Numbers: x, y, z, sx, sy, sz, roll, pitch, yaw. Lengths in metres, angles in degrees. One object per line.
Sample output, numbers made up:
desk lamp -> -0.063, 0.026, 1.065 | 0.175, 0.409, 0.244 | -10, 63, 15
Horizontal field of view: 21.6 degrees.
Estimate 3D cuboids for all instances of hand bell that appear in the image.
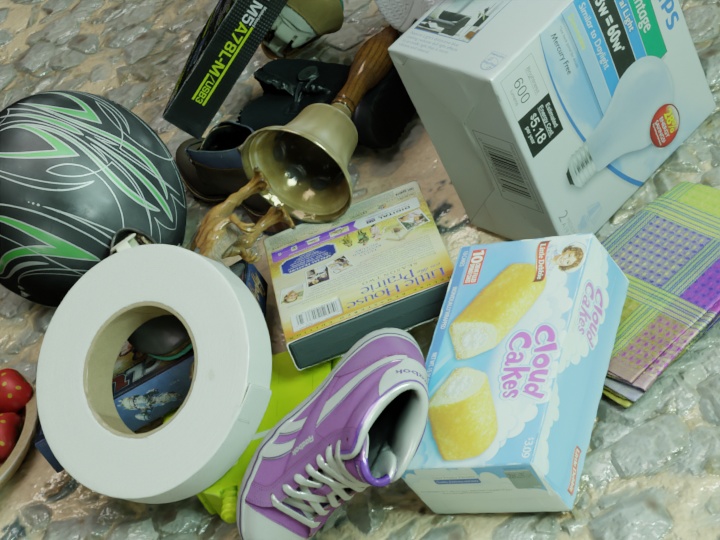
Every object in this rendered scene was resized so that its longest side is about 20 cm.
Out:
hand bell -> -0.012, -0.145, 1.638 | 0.104, 0.104, 0.200 | 1, 42, 34

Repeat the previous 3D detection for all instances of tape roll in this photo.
tape roll -> -0.161, 0.080, 1.456 | 0.203, 0.037, 0.203 | -8, 73, 27

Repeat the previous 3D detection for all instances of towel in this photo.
towel -> 0.223, 0.012, 1.422 | 0.200, 0.023, 0.144 | -42, 38, -17

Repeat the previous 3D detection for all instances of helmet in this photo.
helmet -> -0.260, -0.068, 1.715 | 0.191, 0.200, 0.200 | -15, 36, 47

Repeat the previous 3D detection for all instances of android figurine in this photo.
android figurine -> -0.075, 0.119, 1.482 | 0.182, 0.041, 0.200 | -17, 37, 16

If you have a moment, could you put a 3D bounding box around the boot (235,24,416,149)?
boot -> -0.010, -0.193, 1.771 | 0.168, 0.076, 0.200 | 7, 52, 37

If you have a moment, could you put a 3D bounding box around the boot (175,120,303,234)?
boot -> -0.124, -0.109, 1.733 | 0.075, 0.097, 0.200 | -43, 39, -17

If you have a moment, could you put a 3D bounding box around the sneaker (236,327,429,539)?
sneaker -> -0.022, 0.140, 1.330 | 0.201, 0.073, 0.114 | -56, 20, 16

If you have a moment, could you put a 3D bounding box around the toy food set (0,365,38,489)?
toy food set -> -0.371, 0.153, 1.633 | 0.198, 0.049, 0.200 | 1, 47, 35

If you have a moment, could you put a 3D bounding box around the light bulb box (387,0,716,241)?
light bulb box -> 0.158, -0.154, 1.511 | 0.200, 0.198, 0.125 | -45, 41, -19

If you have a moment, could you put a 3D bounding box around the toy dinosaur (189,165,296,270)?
toy dinosaur -> -0.116, -0.038, 1.592 | 0.106, 0.060, 0.200 | -33, 14, 4

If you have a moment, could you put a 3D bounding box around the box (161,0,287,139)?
box -> -0.104, -0.240, 1.727 | 0.193, 0.048, 0.200 | -57, 11, 25

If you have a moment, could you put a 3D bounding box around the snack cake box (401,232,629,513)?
snack cake box -> 0.112, 0.074, 1.361 | 0.115, 0.067, 0.200 | -7, 49, 35

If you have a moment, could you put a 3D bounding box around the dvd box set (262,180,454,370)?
dvd box set -> 0.000, 0.000, 1.540 | 0.146, 0.029, 0.200 | -22, 26, 1

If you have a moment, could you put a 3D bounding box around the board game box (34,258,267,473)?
board game box -> -0.170, 0.076, 1.558 | 0.200, 0.035, 0.136 | -29, 23, 12

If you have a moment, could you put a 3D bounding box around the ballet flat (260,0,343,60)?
ballet flat -> -0.060, -0.237, 1.820 | 0.063, 0.069, 0.200 | -50, 3, -9

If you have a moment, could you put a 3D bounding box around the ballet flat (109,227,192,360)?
ballet flat -> -0.181, 0.013, 1.561 | 0.068, 0.068, 0.200 | -36, 23, -2

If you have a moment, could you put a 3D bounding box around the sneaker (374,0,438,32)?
sneaker -> 0.102, -0.208, 1.677 | 0.115, 0.200, 0.075 | -23, -15, -42
